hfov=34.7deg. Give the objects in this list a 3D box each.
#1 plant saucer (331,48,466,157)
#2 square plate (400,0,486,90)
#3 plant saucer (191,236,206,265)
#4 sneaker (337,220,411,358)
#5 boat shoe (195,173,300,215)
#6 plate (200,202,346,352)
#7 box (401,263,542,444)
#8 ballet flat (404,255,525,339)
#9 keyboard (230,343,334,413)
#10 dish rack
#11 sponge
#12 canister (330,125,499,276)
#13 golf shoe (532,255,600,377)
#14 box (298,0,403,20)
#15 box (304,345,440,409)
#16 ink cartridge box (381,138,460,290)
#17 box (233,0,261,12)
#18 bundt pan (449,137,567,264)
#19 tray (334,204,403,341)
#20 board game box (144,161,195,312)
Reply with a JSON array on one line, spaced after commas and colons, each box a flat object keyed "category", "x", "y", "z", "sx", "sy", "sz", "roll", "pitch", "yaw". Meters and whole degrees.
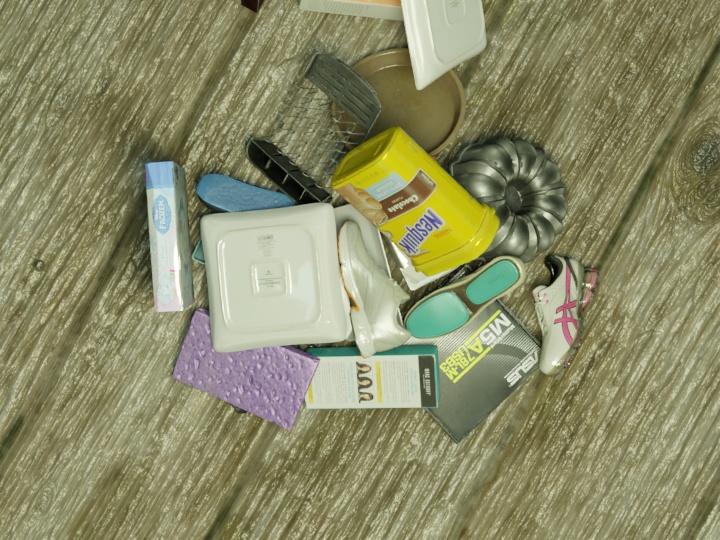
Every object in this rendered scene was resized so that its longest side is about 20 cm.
[{"category": "plant saucer", "x": 0.057, "y": -0.237, "z": 1.701, "sx": 0.198, "sy": 0.030, "sz": 0.202, "roll": -3, "pitch": 66, "yaw": 6}, {"category": "square plate", "x": 0.123, "y": -0.383, "z": 1.650, "sx": 0.028, "sy": 0.200, "sz": 0.200, "roll": 6, "pitch": 119, "yaw": 35}, {"category": "plant saucer", "x": -0.148, "y": -0.006, "z": 1.720, "sx": 0.199, "sy": 0.019, "sz": 0.070, "roll": 24, "pitch": 72, "yaw": -4}, {"category": "sneaker", "x": 0.021, "y": 0.022, "z": 1.674, "sx": 0.091, "sy": 0.076, "sz": 0.202, "roll": -12, "pitch": 82, "yaw": 0}, {"category": "boat shoe", "x": -0.145, "y": -0.089, "z": 1.705, "sx": 0.199, "sy": 0.069, "sz": 0.085, "roll": 31, "pitch": 78, "yaw": -2}, {"category": "plate", "x": -0.128, "y": 0.011, "z": 1.645, "sx": 0.198, "sy": 0.032, "sz": 0.202, "roll": -5, "pitch": 91, "yaw": 8}, {"category": "box", "x": 0.152, "y": 0.125, "z": 1.747, "sx": 0.200, "sy": 0.048, "sz": 0.193, "roll": -42, "pitch": 93, "yaw": 0}, {"category": "ballet flat", "x": 0.155, "y": 0.038, "z": 1.684, "sx": 0.199, "sy": 0.069, "sz": 0.070, "roll": -29, "pitch": 95, "yaw": 19}, {"category": "keyboard", "x": -0.131, "y": 0.120, "z": 1.724, "sx": 0.200, "sy": 0.040, "sz": 0.104, "roll": -39, "pitch": 96, "yaw": -5}, {"category": "dish rack", "x": -0.062, "y": -0.203, "z": 1.660, "sx": 0.153, "sy": 0.054, "sz": 0.201, "roll": 41, "pitch": 117, "yaw": 17}, {"category": "sponge", "x": -0.169, "y": 0.143, "z": 1.692, "sx": 0.199, "sy": 0.030, "sz": 0.112, "roll": 23, "pitch": 101, "yaw": 8}, {"category": "canister", "x": 0.072, "y": -0.095, "z": 1.596, "sx": 0.200, "sy": 0.148, "sz": 0.087, "roll": 41, "pitch": 54, "yaw": -21}, {"category": "golf shoe", "x": 0.291, "y": 0.068, "z": 1.728, "sx": 0.092, "sy": 0.073, "sz": 0.201, "roll": 24, "pitch": 57, "yaw": -3}, {"category": "box", "x": 0.014, "y": -0.443, "z": 1.693, "sx": 0.198, "sy": 0.097, "sz": 0.126, "roll": 4, "pitch": 91, "yaw": -6}, {"category": "box", "x": 0.017, "y": 0.157, "z": 1.703, "sx": 0.198, "sy": 0.049, "sz": 0.083, "roll": -2, "pitch": 104, "yaw": 10}, {"category": "ink cartridge box", "x": 0.086, "y": -0.081, "z": 1.726, "sx": 0.116, "sy": 0.067, "sz": 0.201, "roll": -26, "pitch": 94, "yaw": -5}, {"category": "box", "x": -0.177, "y": -0.503, "z": 1.637, "sx": 0.165, "sy": 0.164, "sz": 0.201, "roll": 24, "pitch": 89, "yaw": -6}, {"category": "bundt pan", "x": 0.225, "y": -0.106, "z": 1.702, "sx": 0.200, "sy": 0.076, "sz": 0.204, "roll": 5, "pitch": 79, "yaw": -26}, {"category": "tray", "x": 0.000, "y": 0.000, "z": 1.724, "sx": 0.107, "sy": 0.022, "sz": 0.202, "roll": -13, "pitch": 94, "yaw": 30}, {"category": "board game box", "x": -0.267, "y": -0.047, "z": 1.624, "sx": 0.043, "sy": 0.200, "sz": 0.201, "roll": -5, "pitch": 92, "yaw": -4}]
